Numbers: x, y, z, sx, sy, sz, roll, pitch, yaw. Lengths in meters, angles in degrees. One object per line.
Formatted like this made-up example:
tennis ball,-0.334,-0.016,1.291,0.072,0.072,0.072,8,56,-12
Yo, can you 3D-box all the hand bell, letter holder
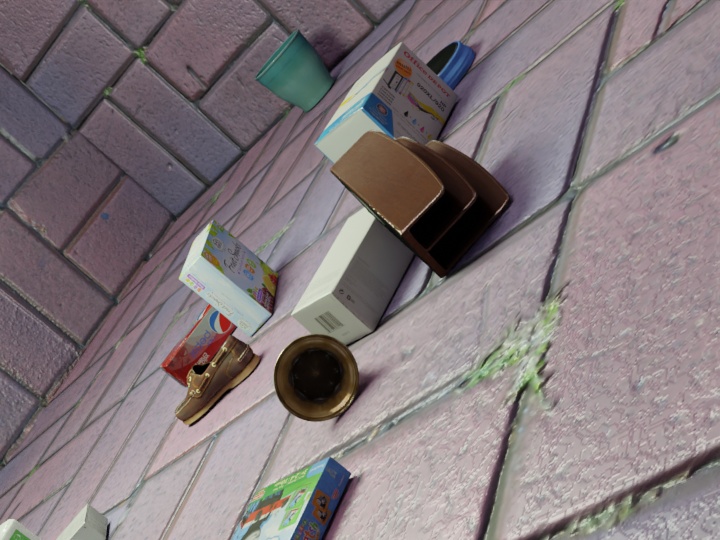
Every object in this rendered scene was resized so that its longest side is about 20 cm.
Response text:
hand bell,-0.057,0.125,1.429,0.104,0.104,0.200,-49,3,-1
letter holder,0.077,-0.111,1.420,0.142,0.101,0.200,-46,40,1

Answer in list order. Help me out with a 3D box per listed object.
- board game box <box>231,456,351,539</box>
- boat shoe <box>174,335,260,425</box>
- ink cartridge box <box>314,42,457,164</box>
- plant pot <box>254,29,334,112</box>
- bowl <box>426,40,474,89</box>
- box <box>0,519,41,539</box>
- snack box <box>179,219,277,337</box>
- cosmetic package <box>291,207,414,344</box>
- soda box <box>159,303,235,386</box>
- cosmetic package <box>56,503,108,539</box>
board game box,-0.099,0.300,1.163,0.151,0.037,0.201,-33,22,45
boat shoe,-0.251,0.179,1.855,0.200,0.070,0.071,-43,16,26
ink cartridge box,0.048,-0.258,1.929,0.144,0.147,0.201,-33,22,46
plant pot,-0.188,-0.590,3.388,0.200,0.188,0.200,-45,14,14
bowl,0.135,-0.357,2.141,0.201,0.039,0.201,-45,15,15
box,-0.526,0.512,1.610,0.200,0.171,0.200,-37,19,36
snack box,-0.236,0.011,2.038,0.068,0.168,0.200,-45,14,14
cosmetic package,0.000,0.000,1.538,0.107,0.085,0.201,-29,23,50
soda box,-0.294,0.124,2.130,0.201,0.063,0.070,-54,15,-17
cosmetic package,-0.495,0.485,1.828,0.200,0.051,0.083,-49,12,1
